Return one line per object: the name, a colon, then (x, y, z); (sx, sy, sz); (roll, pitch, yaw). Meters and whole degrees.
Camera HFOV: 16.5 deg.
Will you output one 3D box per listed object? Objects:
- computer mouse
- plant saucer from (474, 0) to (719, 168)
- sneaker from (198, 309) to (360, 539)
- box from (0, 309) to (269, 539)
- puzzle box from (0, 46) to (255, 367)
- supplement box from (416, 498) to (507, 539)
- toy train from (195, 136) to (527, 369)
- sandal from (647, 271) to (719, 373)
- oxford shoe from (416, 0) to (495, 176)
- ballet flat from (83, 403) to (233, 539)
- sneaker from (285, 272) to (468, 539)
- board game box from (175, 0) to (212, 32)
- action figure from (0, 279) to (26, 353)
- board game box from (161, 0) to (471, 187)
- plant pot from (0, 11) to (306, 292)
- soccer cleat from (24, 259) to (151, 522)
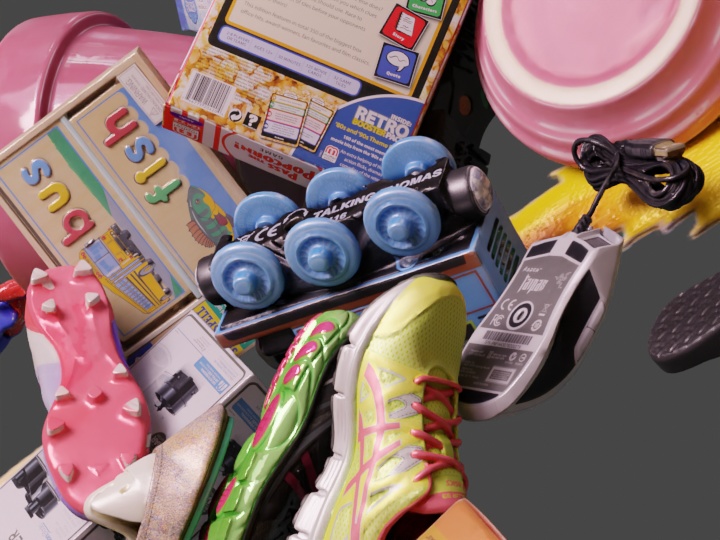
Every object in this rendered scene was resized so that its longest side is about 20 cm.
computer mouse: (0.119, 0.010, 1.406); (0.110, 0.044, 0.200); (9, 62, 57)
plant saucer: (0.151, -0.164, 1.511); (0.200, 0.051, 0.201); (-12, 68, 30)
sneaker: (-0.031, 0.123, 1.401); (0.201, 0.084, 0.077); (-63, 11, -1)
box: (-0.141, 0.129, 1.529); (0.200, 0.060, 0.117); (-42, 31, -3)
puzzle box: (-0.135, -0.025, 1.587); (0.133, 0.200, 0.025); (-36, 11, 8)
supplement box: (0.009, 0.213, 1.257); (0.200, 0.067, 0.069); (-42, 34, -1)
toy train: (0.000, 0.000, 1.478); (0.199, 0.115, 0.087); (-19, 26, 24)
sandal: (0.236, 0.008, 1.301); (0.200, 0.045, 0.075); (-31, 24, 43)
oxford shoe: (0.047, -0.113, 1.621); (0.084, 0.073, 0.200); (-15, 39, 39)
ballet flat: (-0.131, 0.163, 1.403); (0.068, 0.067, 0.201); (147, 142, -77)
sneaker: (0.030, 0.101, 1.344); (0.090, 0.078, 0.201); (14, 88, 42)
board game box: (-0.016, -0.202, 1.690); (0.199, 0.044, 0.199); (-14, 10, -12)
action figure: (-0.260, 0.038, 1.769); (0.200, 0.065, 0.052); (-44, 69, -8)
board game box: (-0.016, -0.154, 1.548); (0.046, 0.151, 0.201); (110, -177, -73)
plant pot: (-0.136, -0.080, 1.682); (0.178, 0.200, 0.200); (-3, 45, 25)
soccer cleat: (-0.166, 0.081, 1.510); (0.066, 0.077, 0.200); (-11, 48, -9)
